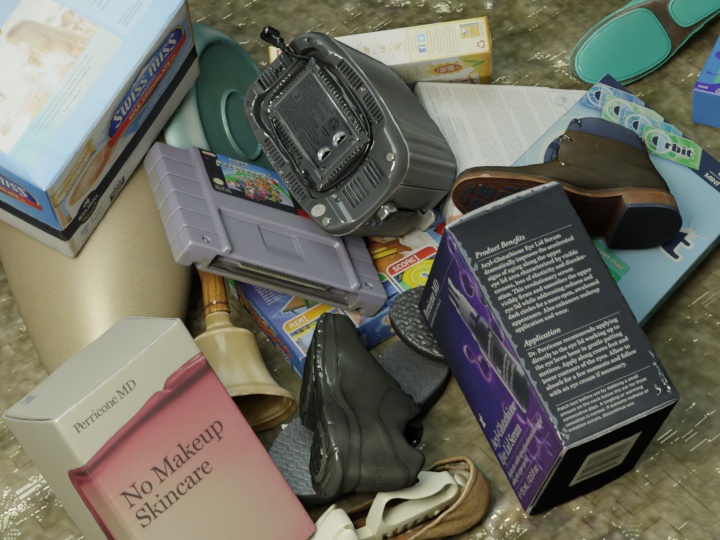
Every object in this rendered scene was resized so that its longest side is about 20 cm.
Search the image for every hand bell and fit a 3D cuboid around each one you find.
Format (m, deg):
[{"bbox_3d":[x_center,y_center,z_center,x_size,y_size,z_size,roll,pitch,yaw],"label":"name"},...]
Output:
[{"bbox_3d":[-0.119,0.026,1.595,0.103,0.104,0.201,-11,69,-1],"label":"hand bell"}]

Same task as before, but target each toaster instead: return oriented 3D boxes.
[{"bbox_3d":[-0.008,-0.115,1.653,0.114,0.129,0.201,-44,64,19],"label":"toaster"}]

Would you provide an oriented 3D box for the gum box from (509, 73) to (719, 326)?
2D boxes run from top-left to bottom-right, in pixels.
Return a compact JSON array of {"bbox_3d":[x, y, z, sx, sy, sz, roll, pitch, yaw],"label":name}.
[{"bbox_3d":[0.213,-0.052,1.654,0.170,0.045,0.200,39,58,12],"label":"gum box"}]

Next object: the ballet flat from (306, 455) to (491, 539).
[{"bbox_3d":[0.012,0.197,1.487,0.199,0.073,0.068,-25,50,-13],"label":"ballet flat"}]

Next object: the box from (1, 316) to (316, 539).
[{"bbox_3d":[-0.148,0.150,1.454,0.128,0.201,0.109,-40,18,-24],"label":"box"}]

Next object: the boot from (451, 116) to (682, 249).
[{"bbox_3d":[0.160,-0.076,1.594,0.198,0.075,0.097,9,47,-20],"label":"boot"}]

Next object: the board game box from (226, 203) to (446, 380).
[{"bbox_3d":[0.000,0.000,1.691,0.199,0.035,0.135,-28,50,-17],"label":"board game box"}]

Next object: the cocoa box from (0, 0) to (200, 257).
[{"bbox_3d":[-0.235,-0.142,1.543,0.133,0.131,0.201,29,71,12],"label":"cocoa box"}]

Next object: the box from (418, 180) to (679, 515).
[{"bbox_3d":[0.139,0.060,1.499,0.104,0.148,0.201,-21,67,-17],"label":"box"}]

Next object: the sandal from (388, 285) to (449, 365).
[{"bbox_3d":[0.118,0.059,1.612,0.198,0.045,0.076,8,55,-10],"label":"sandal"}]

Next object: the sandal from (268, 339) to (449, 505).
[{"bbox_3d":[0.002,0.131,1.577,0.076,0.043,0.200,35,51,25],"label":"sandal"}]

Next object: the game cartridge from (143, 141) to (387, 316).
[{"bbox_3d":[-0.077,-0.036,1.609,0.199,0.038,0.130,16,40,-35],"label":"game cartridge"}]

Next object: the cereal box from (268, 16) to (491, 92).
[{"bbox_3d":[0.020,-0.186,1.789,0.198,0.144,0.040,-7,82,2],"label":"cereal box"}]

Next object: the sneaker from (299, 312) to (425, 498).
[{"bbox_3d":[0.001,0.107,1.515,0.090,0.076,0.201,6,36,-12],"label":"sneaker"}]

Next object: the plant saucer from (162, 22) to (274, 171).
[{"bbox_3d":[-0.112,-0.125,1.714,0.027,0.200,0.201,-17,43,24],"label":"plant saucer"}]

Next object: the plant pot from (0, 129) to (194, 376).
[{"bbox_3d":[-0.216,0.008,1.638,0.186,0.188,0.201,-10,59,0],"label":"plant pot"}]

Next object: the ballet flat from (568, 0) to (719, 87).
[{"bbox_3d":[0.280,-0.235,1.839,0.199,0.068,0.070,-34,11,1],"label":"ballet flat"}]

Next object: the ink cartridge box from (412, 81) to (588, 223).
[{"bbox_3d":[0.155,-0.103,1.754,0.198,0.050,0.163,3,40,-18],"label":"ink cartridge box"}]

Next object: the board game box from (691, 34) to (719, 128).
[{"bbox_3d":[0.408,-0.200,1.803,0.151,0.045,0.201,14,51,21],"label":"board game box"}]
